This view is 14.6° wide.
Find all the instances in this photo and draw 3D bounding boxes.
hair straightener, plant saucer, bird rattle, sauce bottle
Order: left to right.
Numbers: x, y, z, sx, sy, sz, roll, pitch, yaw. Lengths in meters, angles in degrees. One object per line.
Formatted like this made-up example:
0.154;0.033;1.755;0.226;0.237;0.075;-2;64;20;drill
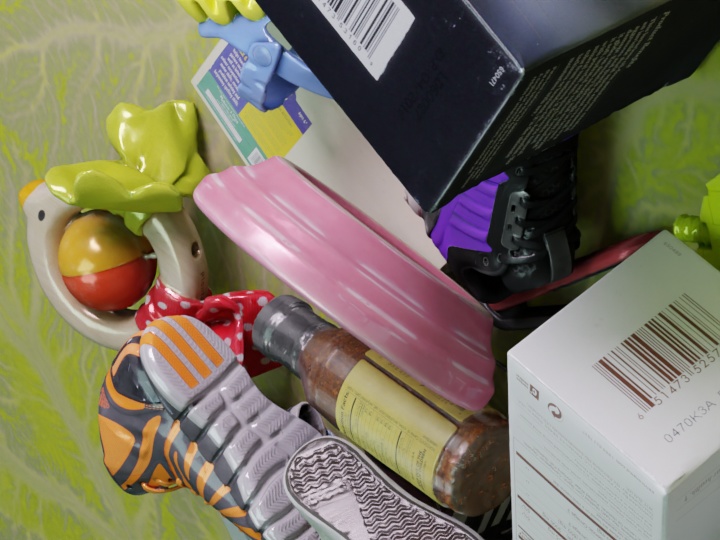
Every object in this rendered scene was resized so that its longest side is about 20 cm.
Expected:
-0.137;-0.006;1.797;0.162;0.113;0.201;-4;121;37;bird rattle
0.000;0.000;1.555;0.200;0.051;0.201;38;-177;-2;plant saucer
0.013;0.073;1.654;0.200;0.066;0.066;36;138;42;sauce bottle
0.114;0.036;1.564;0.200;0.041;0.077;-22;95;52;hair straightener

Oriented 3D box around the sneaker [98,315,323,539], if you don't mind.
-0.084;0.125;1.742;0.200;0.077;0.112;53;139;3;sneaker

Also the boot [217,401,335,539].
-0.058;0.115;1.817;0.096;0.073;0.200;-53;54;26;boot

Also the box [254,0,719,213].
0.062;-0.168;1.357;0.200;0.198;0.123;51;141;14;box

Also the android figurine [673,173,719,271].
0.237;0.005;1.393;0.199;0.041;0.183;9;120;46;android figurine

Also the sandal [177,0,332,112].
-0.010;-0.134;1.565;0.199;0.079;0.087;2;115;42;sandal

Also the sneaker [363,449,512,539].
0.033;0.154;1.731;0.116;0.075;0.201;47;133;28;sneaker

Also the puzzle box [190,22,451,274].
-0.015;-0.070;1.669;0.200;0.025;0.133;56;145;9;puzzle box

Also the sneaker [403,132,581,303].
0.092;-0.045;1.499;0.100;0.069;0.200;67;156;18;sneaker

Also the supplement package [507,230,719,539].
0.155;0.102;1.451;0.117;0.117;0.200;40;156;29;supplement package

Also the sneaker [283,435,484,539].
0.038;0.177;1.626;0.200;0.073;0.085;46;171;36;sneaker
